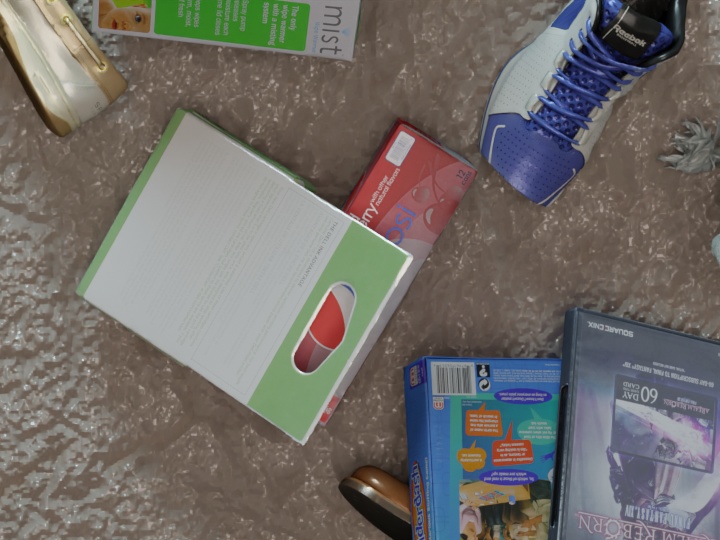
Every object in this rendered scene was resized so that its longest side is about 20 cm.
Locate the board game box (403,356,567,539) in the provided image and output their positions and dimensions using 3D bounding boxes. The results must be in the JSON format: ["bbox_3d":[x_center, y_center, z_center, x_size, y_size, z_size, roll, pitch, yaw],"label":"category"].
[{"bbox_3d":[0.109,0.159,1.691,0.151,0.045,0.201,2,76,-18],"label":"board game box"}]

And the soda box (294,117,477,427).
[{"bbox_3d":[0.000,0.000,1.706,0.063,0.070,0.201,31,95,-6],"label":"soda box"}]

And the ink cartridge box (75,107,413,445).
[{"bbox_3d":[-0.072,0.004,1.676,0.199,0.048,0.146,32,95,20],"label":"ink cartridge box"}]

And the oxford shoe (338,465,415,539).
[{"bbox_3d":[0.080,0.172,1.739,0.199,0.071,0.072,26,76,-9],"label":"oxford shoe"}]

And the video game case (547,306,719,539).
[{"bbox_3d":[0.192,0.136,1.694,0.142,0.019,0.201,13,71,-24],"label":"video game case"}]

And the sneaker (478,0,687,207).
[{"bbox_3d":[0.151,-0.140,1.672,0.080,0.115,0.200,34,95,-4],"label":"sneaker"}]

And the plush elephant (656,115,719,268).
[{"bbox_3d":[0.300,-0.051,1.665,0.199,0.155,0.166,16,96,-4],"label":"plush elephant"}]

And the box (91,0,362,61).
[{"bbox_3d":[-0.076,-0.244,1.615,0.175,0.097,0.201,8,137,-3],"label":"box"}]

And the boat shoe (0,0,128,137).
[{"bbox_3d":[-0.218,-0.190,1.683,0.069,0.074,0.201,-28,98,-10],"label":"boat shoe"}]
